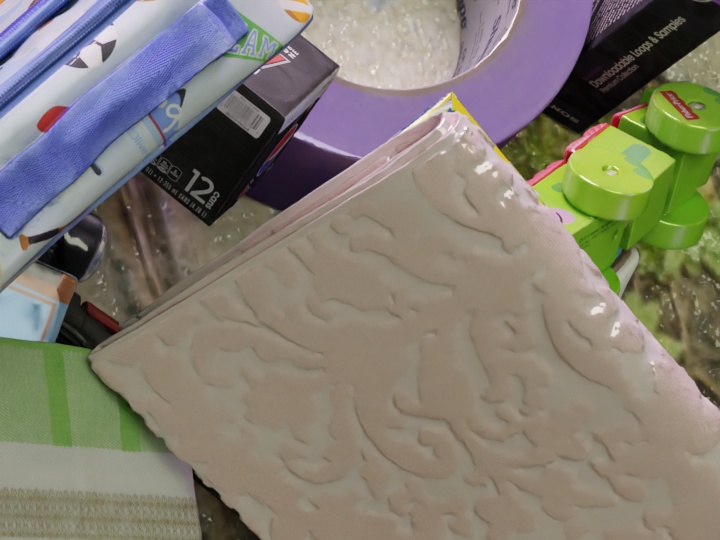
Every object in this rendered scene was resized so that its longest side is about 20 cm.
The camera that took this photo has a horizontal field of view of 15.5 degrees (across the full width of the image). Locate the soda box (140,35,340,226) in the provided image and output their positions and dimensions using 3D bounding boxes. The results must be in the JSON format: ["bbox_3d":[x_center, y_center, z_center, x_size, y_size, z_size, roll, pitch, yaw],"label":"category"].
[{"bbox_3d":[-0.111,-0.111,1.068,0.200,0.063,0.071,39,30,1],"label":"soda box"}]

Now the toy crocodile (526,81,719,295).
[{"bbox_3d":[0.107,-0.034,1.134,0.062,0.068,0.200,28,38,22],"label":"toy crocodile"}]

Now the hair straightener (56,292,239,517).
[{"bbox_3d":[-0.091,0.049,1.085,0.200,0.041,0.077,39,25,15],"label":"hair straightener"}]

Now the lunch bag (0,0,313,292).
[{"bbox_3d":[-0.113,-0.057,0.930,0.200,0.160,0.076,-44,105,-18],"label":"lunch bag"}]

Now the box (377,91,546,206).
[{"bbox_3d":[0.000,0.000,1.079,0.070,0.200,0.064,-40,90,-24],"label":"box"}]

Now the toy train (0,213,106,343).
[{"bbox_3d":[-0.198,-0.020,1.023,0.199,0.087,0.115,24,74,-18],"label":"toy train"}]

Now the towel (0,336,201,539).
[{"bbox_3d":[-0.112,0.126,0.981,0.149,0.031,0.201,12,69,-53],"label":"towel"}]

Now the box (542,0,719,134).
[{"bbox_3d":[0.154,-0.152,1.176,0.036,0.200,0.143,33,67,-10],"label":"box"}]

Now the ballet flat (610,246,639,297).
[{"bbox_3d":[0.047,0.058,1.159,0.200,0.069,0.070,-33,86,-20],"label":"ballet flat"}]

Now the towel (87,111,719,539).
[{"bbox_3d":[0.028,0.054,0.985,0.200,0.191,0.032,47,36,-19],"label":"towel"}]

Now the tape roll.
[{"bbox_3d":[-0.003,-0.129,1.180,0.199,0.085,0.201,5,73,-18],"label":"tape roll"}]

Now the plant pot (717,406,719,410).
[{"bbox_3d":[0.193,0.132,1.120,0.200,0.200,0.196,49,57,1],"label":"plant pot"}]
